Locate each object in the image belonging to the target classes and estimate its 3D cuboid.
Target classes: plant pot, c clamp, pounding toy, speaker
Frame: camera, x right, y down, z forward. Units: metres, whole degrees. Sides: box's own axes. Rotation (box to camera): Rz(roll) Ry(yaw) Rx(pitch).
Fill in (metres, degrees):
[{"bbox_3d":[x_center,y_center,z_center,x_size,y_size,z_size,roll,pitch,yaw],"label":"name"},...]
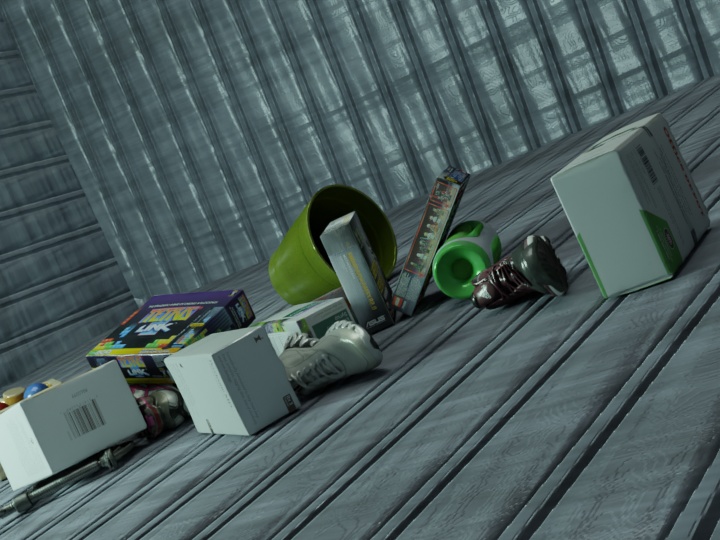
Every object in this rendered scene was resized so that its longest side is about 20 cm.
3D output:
[{"bbox_3d":[-0.067,-0.025,2.299,0.200,0.201,0.193,-30,-4,-45],"label":"plant pot"},{"bbox_3d":[-0.389,0.279,1.658,0.199,0.027,0.171,-27,0,-12],"label":"c clamp"},{"bbox_3d":[-0.581,0.249,2.090,0.183,0.143,0.200,-26,6,-18],"label":"pounding toy"},{"bbox_3d":[0.151,-0.017,1.746,0.088,0.089,0.200,-23,6,14],"label":"speaker"}]

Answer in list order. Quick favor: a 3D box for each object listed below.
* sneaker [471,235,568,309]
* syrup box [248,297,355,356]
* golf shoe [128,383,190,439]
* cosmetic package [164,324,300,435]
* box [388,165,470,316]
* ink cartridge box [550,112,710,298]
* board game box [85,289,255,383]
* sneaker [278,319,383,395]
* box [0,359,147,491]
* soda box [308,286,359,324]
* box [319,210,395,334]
[{"bbox_3d":[0.180,0.015,1.471,0.115,0.076,0.200,-29,-5,12],"label":"sneaker"},{"bbox_3d":[-0.076,0.092,1.720,0.078,0.082,0.200,-27,5,-23],"label":"syrup box"},{"bbox_3d":[-0.294,0.193,1.803,0.092,0.073,0.200,-20,14,-24],"label":"golf shoe"},{"bbox_3d":[-0.161,0.137,1.541,0.081,0.113,0.200,-28,5,-24],"label":"cosmetic package"},{"bbox_3d":[0.101,-0.045,1.797,0.040,0.201,0.137,22,15,7],"label":"box"},{"bbox_3d":[0.299,-0.075,1.359,0.084,0.147,0.200,-22,6,31],"label":"ink cartridge box"},{"bbox_3d":[-0.278,0.097,1.828,0.199,0.057,0.165,-5,30,39],"label":"board game box"},{"bbox_3d":[-0.046,0.115,1.520,0.081,0.075,0.200,-45,14,-33],"label":"sneaker"},{"bbox_3d":[-0.415,0.218,1.742,0.152,0.107,0.200,-25,-1,-34],"label":"box"},{"bbox_3d":[-0.098,0.095,1.859,0.199,0.064,0.068,-27,2,-23],"label":"soda box"},{"bbox_3d":[0.000,0.000,1.849,0.048,0.159,0.200,-24,5,5],"label":"box"}]
